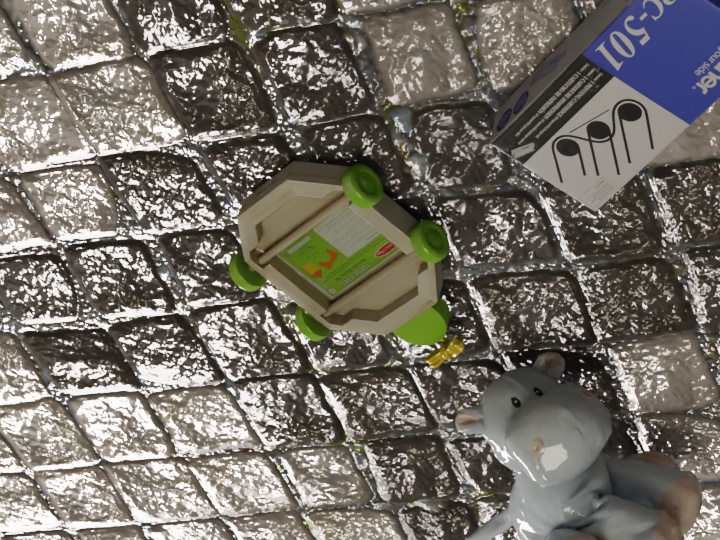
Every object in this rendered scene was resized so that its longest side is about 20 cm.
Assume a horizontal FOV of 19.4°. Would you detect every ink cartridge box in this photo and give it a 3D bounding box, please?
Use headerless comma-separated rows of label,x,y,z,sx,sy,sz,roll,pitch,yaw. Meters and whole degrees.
ink cartridge box,0.181,-0.129,1.409,0.094,0.044,0.200,30,135,-14

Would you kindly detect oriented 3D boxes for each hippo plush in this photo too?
hippo plush,0.168,0.142,1.646,0.200,0.158,0.162,26,140,63

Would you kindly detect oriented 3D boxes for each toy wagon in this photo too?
toy wagon,0.000,0.000,1.606,0.200,0.040,0.155,38,134,-20
